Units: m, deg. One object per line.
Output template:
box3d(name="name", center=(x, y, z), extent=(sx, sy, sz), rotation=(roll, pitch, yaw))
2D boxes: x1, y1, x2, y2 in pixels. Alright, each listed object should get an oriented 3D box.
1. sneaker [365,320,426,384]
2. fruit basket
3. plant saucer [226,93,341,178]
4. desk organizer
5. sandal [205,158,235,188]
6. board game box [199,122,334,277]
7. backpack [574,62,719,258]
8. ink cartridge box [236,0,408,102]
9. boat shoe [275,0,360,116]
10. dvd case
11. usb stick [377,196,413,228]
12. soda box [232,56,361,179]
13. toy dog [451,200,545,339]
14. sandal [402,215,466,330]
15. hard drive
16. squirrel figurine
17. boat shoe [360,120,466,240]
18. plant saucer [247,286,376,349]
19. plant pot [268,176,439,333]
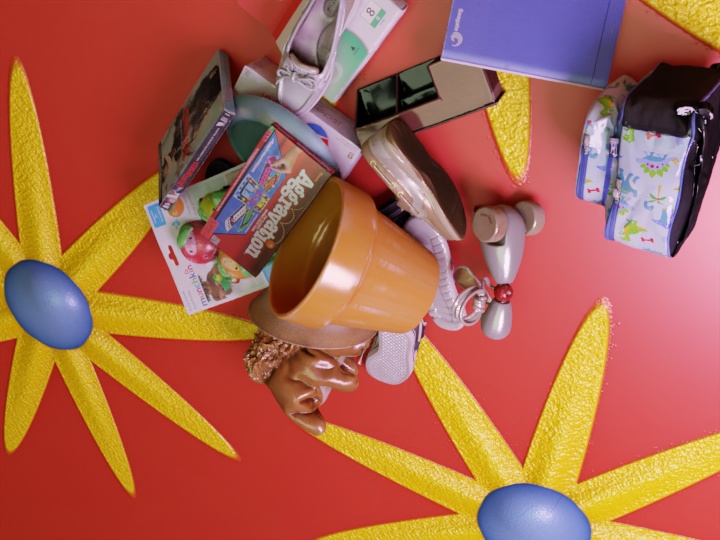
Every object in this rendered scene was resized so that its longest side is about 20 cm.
box3d(name="sneaker", center=(0.060, 0.111, 1.193), extent=(0.078, 0.080, 0.200), rotation=(22, 147, 4))
box3d(name="fruit basket", center=(-0.214, -0.045, 1.128), extent=(0.199, 0.094, 0.186), rotation=(-19, 97, 13))
box3d(name="plant saucer", center=(-0.117, -0.164, 1.068), extent=(0.199, 0.027, 0.200), rotation=(29, 155, 15))
box3d(name="desk organizer", center=(0.082, -0.231, 0.998), extent=(0.199, 0.072, 0.077), rotation=(-16, 108, 26))
box3d(name="sandal", center=(-0.156, -0.109, 1.173), extent=(0.200, 0.045, 0.075), rotation=(39, 119, 14))
box3d(name="board game box", center=(-0.130, -0.092, 1.025), extent=(0.103, 0.019, 0.200), rotation=(38, 118, -3))
box3d(name="backpack", center=(0.343, -0.131, 0.896), extent=(0.146, 0.183, 0.201), rotation=(16, 128, 30))
box3d(name="ink cartridge box", center=(-0.061, -0.351, 1.000), extent=(0.200, 0.050, 0.161), rotation=(39, 123, -6))
box3d(name="boat shoe", center=(-0.062, -0.288, 0.966), extent=(0.074, 0.065, 0.202), rotation=(33, 119, 1))
box3d(name="dvd case", center=(-0.244, -0.203, 1.097), extent=(0.022, 0.147, 0.200), rotation=(18, 131, -32))
box3d(name="usb stick", center=(0.049, -0.077, 1.116), extent=(0.200, 0.033, 0.055), rotation=(-32, 111, 30))
box3d(name="soda box", center=(-0.085, -0.215, 1.071), extent=(0.200, 0.064, 0.068), rotation=(36, 123, -1))
box3d(name="toy dog", center=(0.182, -0.014, 1.060), extent=(0.131, 0.096, 0.201), rotation=(19, 96, -35))
box3d(name="sandal", center=(0.113, -0.002, 1.126), extent=(0.082, 0.050, 0.203), rotation=(5, 126, 36))
box3d(name="hard drive", center=(0.207, -0.301, 0.897), extent=(0.199, 0.025, 0.133), rotation=(12, 96, 4))
box3d(name="squirrel figurine", center=(-0.083, 0.124, 1.214), extent=(0.199, 0.142, 0.187), rotation=(32, 117, -2))
box3d(name="boat shoe", center=(0.075, -0.114, 1.015), extent=(0.066, 0.074, 0.200), rotation=(-18, 124, 34))
box3d(name="plant saucer", center=(-0.068, 0.054, 1.131), extent=(0.199, 0.200, 0.036), rotation=(15, 114, 12))
box3d(name="plant pot", center=(0.000, 0.000, 1.029), extent=(0.183, 0.201, 0.200), rotation=(23, 127, -25))
